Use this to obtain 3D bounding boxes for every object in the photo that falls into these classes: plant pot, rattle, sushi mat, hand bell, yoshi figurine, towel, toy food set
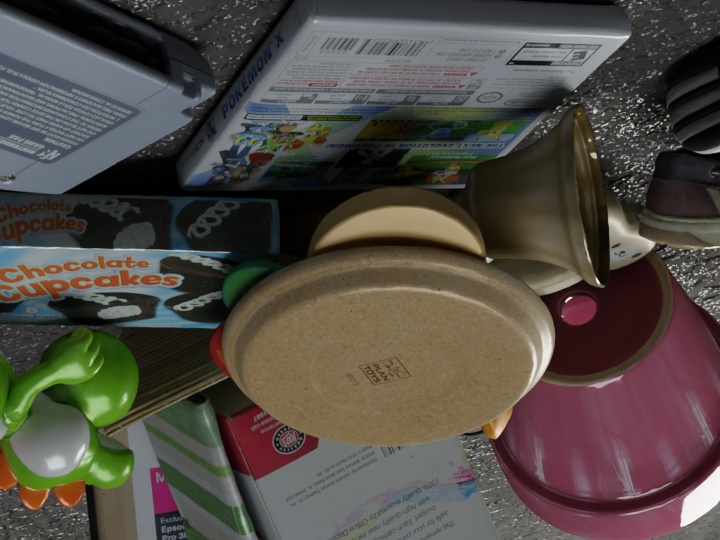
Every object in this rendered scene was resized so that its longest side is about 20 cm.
[{"bbox_3d":[0.177,0.072,1.271,0.198,0.201,0.179,-17,144,8],"label":"plant pot"},{"bbox_3d":[0.160,0.010,1.144,0.198,0.144,0.131,-6,137,-14],"label":"rattle"},{"bbox_3d":[-0.088,0.032,1.117,0.199,0.096,0.012,-27,129,30],"label":"sushi mat"},{"bbox_3d":[0.038,-0.030,1.017,0.198,0.105,0.104,-7,161,16],"label":"hand bell"},{"bbox_3d":[-0.205,0.057,1.016,0.112,0.113,0.200,-45,130,13],"label":"yoshi figurine"},{"bbox_3d":[-0.098,0.161,1.191,0.023,0.201,0.152,-25,-161,-20],"label":"towel"},{"bbox_3d":[0.012,0.038,1.006,0.197,0.049,0.200,-26,138,30],"label":"toy food set"}]

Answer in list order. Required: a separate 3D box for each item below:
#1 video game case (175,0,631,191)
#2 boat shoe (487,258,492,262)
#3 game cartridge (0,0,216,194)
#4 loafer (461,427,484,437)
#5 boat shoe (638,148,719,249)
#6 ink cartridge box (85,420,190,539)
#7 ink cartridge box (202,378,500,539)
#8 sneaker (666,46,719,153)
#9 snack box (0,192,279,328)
[{"bbox_3d":[0.021,-0.094,0.963,0.199,0.022,0.182,-2,156,-30],"label":"video game case"},{"bbox_3d":[0.000,0.000,1.116,0.199,0.068,0.071,-24,179,44],"label":"boat shoe"},{"bbox_3d":[-0.179,-0.090,0.828,0.132,0.042,0.199,-21,158,28],"label":"game cartridge"},{"bbox_3d":[0.046,0.075,1.252,0.062,0.073,0.200,5,-175,-19],"label":"loafer"},{"bbox_3d":[0.247,-0.061,1.114,0.072,0.065,0.199,21,-155,40],"label":"boat shoe"},{"bbox_3d":[-0.104,0.160,1.307,0.198,0.166,0.075,-8,-165,-15],"label":"ink cartridge box"},{"bbox_3d":[-0.013,0.150,1.209,0.145,0.201,0.144,-26,-169,-19],"label":"ink cartridge box"},{"bbox_3d":[0.285,-0.121,1.014,0.199,0.076,0.115,-18,166,40],"label":"sneaker"},{"bbox_3d":[-0.150,-0.004,1.011,0.198,0.037,0.116,1,156,-8],"label":"snack box"}]
